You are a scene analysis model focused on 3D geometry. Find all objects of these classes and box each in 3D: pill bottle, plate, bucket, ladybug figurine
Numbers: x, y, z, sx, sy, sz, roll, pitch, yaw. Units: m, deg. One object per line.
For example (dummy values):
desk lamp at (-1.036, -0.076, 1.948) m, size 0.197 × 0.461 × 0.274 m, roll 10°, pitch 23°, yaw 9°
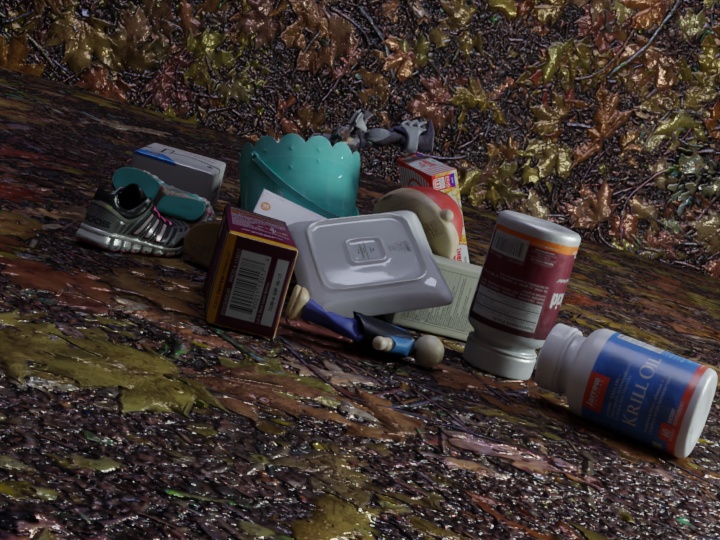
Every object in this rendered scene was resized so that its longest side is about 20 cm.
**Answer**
pill bottle at (0.315, 0.137, 1.418) m, size 0.198 × 0.114 × 0.112 m, roll 20°, pitch 10°, yaw 25°
pill bottle at (0.207, 0.033, 1.549) m, size 0.113 × 0.202 × 0.114 m, roll 16°, pitch 10°, yaw -3°
plate at (0.007, -0.017, 1.580) m, size 0.197 × 0.033 × 0.201 m, roll -7°, pitch 40°, yaw -12°
bucket at (-0.096, -0.115, 1.852) m, size 0.204 × 0.137 × 0.207 m, roll 1°, pitch -17°, yaw 0°
ladybug figurine at (0.091, -0.069, 1.751) m, size 0.136 × 0.072 × 0.199 m, roll 56°, pitch -25°, yaw -11°

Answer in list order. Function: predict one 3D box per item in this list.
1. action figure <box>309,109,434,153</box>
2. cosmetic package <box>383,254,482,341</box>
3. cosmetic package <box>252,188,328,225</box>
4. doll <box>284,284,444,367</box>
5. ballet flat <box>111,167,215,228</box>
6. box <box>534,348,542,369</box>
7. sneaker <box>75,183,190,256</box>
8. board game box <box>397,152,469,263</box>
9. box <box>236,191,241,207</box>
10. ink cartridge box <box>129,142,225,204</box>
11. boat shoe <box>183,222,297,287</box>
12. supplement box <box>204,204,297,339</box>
action figure at (0.014, -0.212, 1.885) m, size 0.197 × 0.070 × 0.130 m, roll -4°, pitch -6°, yaw -13°
cosmetic package at (0.138, 0.041, 1.682) m, size 0.198 × 0.105 × 0.073 m, roll 15°, pitch 8°, yaw -17°
cosmetic package at (-0.070, -0.037, 1.714) m, size 0.198 × 0.051 × 0.083 m, roll 24°, pitch 53°, yaw -5°
doll at (0.010, 0.075, 1.431) m, size 0.198 × 0.049 × 0.136 m, roll 21°, pitch -1°, yaw -12°
ballet flat at (-0.313, -0.102, 1.877) m, size 0.198 × 0.076 × 0.064 m, roll 26°, pitch -18°, yaw 25°
box at (0.355, 0.150, 1.640) m, size 0.144 × 0.037 × 0.199 m, roll 26°, pitch 12°, yaw 41°
sneaker at (-0.300, -0.073, 1.618) m, size 0.073 × 0.089 × 0.199 m, roll 23°, pitch 11°, yaw 34°
board game box at (0.119, -0.074, 1.875) m, size 0.046 × 0.203 × 0.151 m, roll -15°, pitch 18°, yaw -15°
box at (-0.167, -0.100, 2.044) m, size 0.099 × 0.076 × 0.200 m, roll 16°, pitch 8°, yaw -6°
ink cartridge box at (-0.325, -0.162, 2.084) m, size 0.144 × 0.085 × 0.200 m, roll 16°, pitch 10°, yaw -4°
boat shoe at (-0.149, -0.013, 1.653) m, size 0.197 × 0.073 × 0.072 m, roll 10°, pitch -21°, yaw 6°
supplement box at (-0.136, -0.002, 1.436) m, size 0.085 × 0.112 × 0.200 m, roll 15°, pitch 10°, yaw -11°
